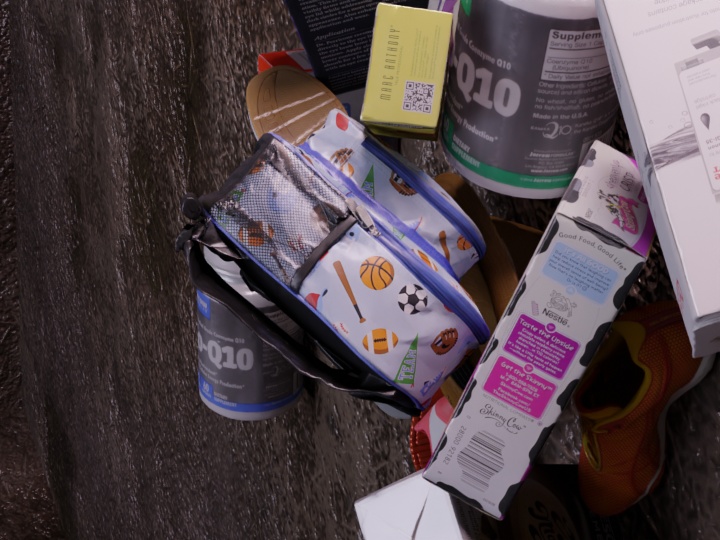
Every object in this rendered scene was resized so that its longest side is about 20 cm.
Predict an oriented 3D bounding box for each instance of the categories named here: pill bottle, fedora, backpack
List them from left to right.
[{"bbox_3d":[-0.115,0.045,1.811,0.114,0.113,0.201,-130,35,-54],"label":"pill bottle"},{"bbox_3d":[0.000,0.000,1.143,0.191,0.154,0.200,49,-175,12],"label":"backpack"},{"bbox_3d":[0.102,0.021,1.252,0.200,0.081,0.202,169,90,-69],"label":"fedora"},{"bbox_3d":[0.116,-0.155,1.087,0.113,0.112,0.201,-121,29,-45],"label":"pill bottle"}]

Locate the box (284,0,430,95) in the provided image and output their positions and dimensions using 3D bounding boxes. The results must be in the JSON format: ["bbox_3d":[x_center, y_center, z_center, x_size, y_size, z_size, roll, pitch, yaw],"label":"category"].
[{"bbox_3d":[-0.012,-0.249,1.287,0.200,0.104,0.149,65,-169,-61],"label":"box"}]

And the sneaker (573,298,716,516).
[{"bbox_3d":[0.164,0.089,1.122,0.201,0.077,0.073,99,151,-45],"label":"sneaker"}]

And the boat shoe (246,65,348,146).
[{"bbox_3d":[-0.024,-0.066,1.301,0.201,0.071,0.069,57,167,25],"label":"boat shoe"}]

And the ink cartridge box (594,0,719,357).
[{"bbox_3d":[0.185,-0.067,0.907,0.147,0.082,0.201,39,-145,-76],"label":"ink cartridge box"}]

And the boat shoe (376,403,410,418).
[{"bbox_3d":[0.029,0.029,1.494,0.064,0.070,0.201,-65,-33,-62],"label":"boat shoe"}]

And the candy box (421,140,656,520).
[{"bbox_3d":[0.117,0.035,1.067,0.201,0.061,0.136,-66,-6,28],"label":"candy box"}]

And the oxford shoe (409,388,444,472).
[{"bbox_3d":[0.072,0.106,1.424,0.073,0.071,0.201,-33,-67,-84],"label":"oxford shoe"}]

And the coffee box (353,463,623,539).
[{"bbox_3d":[0.097,0.193,1.163,0.080,0.199,0.114,-29,69,31],"label":"coffee box"}]

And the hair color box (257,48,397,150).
[{"bbox_3d":[-0.028,-0.091,1.514,0.064,0.110,0.201,-132,37,-56],"label":"hair color box"}]

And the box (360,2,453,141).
[{"bbox_3d":[0.032,-0.125,1.136,0.200,0.050,0.076,-26,-55,-88],"label":"box"}]

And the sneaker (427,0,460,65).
[{"bbox_3d":[0.098,-0.203,1.190,0.201,0.072,0.115,86,159,-45],"label":"sneaker"}]

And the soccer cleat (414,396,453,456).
[{"bbox_3d":[0.098,0.183,1.325,0.073,0.068,0.201,-34,56,26],"label":"soccer cleat"}]
